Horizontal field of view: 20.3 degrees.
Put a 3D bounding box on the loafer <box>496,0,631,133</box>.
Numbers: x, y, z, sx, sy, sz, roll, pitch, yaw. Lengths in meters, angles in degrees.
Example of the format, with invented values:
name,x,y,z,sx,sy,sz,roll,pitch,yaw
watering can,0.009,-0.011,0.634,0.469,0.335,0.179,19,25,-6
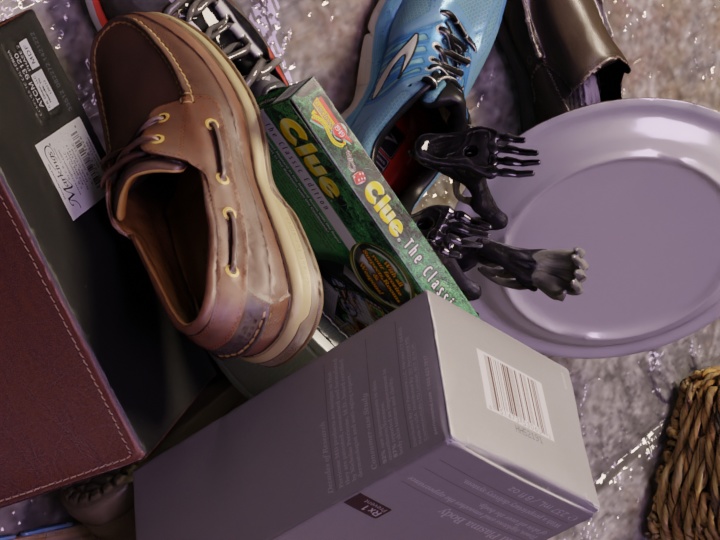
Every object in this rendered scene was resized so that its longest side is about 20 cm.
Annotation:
name,x,y,z,sx,sy,sz,roll,pitch,yaw
loafer,0.130,-0.133,1.199,0.073,0.071,0.201,-24,105,-35

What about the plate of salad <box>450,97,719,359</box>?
name,x,y,z,sx,sy,sz,roll,pitch,yaw
plate of salad,0.147,-0.026,1.169,0.200,0.200,0.048,34,31,-32

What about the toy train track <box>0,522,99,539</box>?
name,x,y,z,sx,sy,sz,roll,pitch,yaw
toy train track,-0.186,0.148,0.983,0.199,0.032,0.115,-8,95,-38

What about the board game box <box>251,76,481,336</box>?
name,x,y,z,sx,sy,sz,roll,pitch,yaw
board game box,0.000,0.000,0.995,0.023,0.105,0.200,-43,108,-28

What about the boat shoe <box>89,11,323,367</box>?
name,x,y,z,sx,sy,sz,roll,pitch,yaw
boat shoe,-0.084,-0.046,0.931,0.067,0.072,0.201,8,47,-46

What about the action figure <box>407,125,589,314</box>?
name,x,y,z,sx,sy,sz,roll,pitch,yaw
action figure,0.057,0.017,1.070,0.119,0.102,0.200,-60,163,-26

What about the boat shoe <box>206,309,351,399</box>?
name,x,y,z,sx,sy,sz,roll,pitch,yaw
boat shoe,-0.061,0.006,0.999,0.200,0.076,0.060,38,46,12

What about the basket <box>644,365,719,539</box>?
name,x,y,z,sx,sy,sz,roll,pitch,yaw
basket,0.310,0.138,1.290,0.200,0.149,0.143,25,75,-34

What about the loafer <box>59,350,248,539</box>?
name,x,y,z,sx,sy,sz,roll,pitch,yaw
loafer,-0.073,0.078,1.047,0.200,0.076,0.068,-41,122,-30

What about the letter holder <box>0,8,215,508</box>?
name,x,y,z,sx,sy,sz,roll,pitch,yaw
letter holder,-0.185,0.003,0.950,0.201,0.142,0.101,64,23,-12

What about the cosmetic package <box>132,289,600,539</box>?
name,x,y,z,sx,sy,sz,roll,pitch,yaw
cosmetic package,-0.003,0.102,0.925,0.107,0.200,0.090,27,40,-38

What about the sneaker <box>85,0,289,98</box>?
name,x,y,z,sx,sy,sz,roll,pitch,yaw
sneaker,-0.070,-0.111,1.040,0.077,0.082,0.200,-42,114,-29

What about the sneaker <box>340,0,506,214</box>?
name,x,y,z,sx,sy,sz,roll,pitch,yaw
sneaker,0.041,-0.096,1.119,0.078,0.090,0.201,38,69,-31
